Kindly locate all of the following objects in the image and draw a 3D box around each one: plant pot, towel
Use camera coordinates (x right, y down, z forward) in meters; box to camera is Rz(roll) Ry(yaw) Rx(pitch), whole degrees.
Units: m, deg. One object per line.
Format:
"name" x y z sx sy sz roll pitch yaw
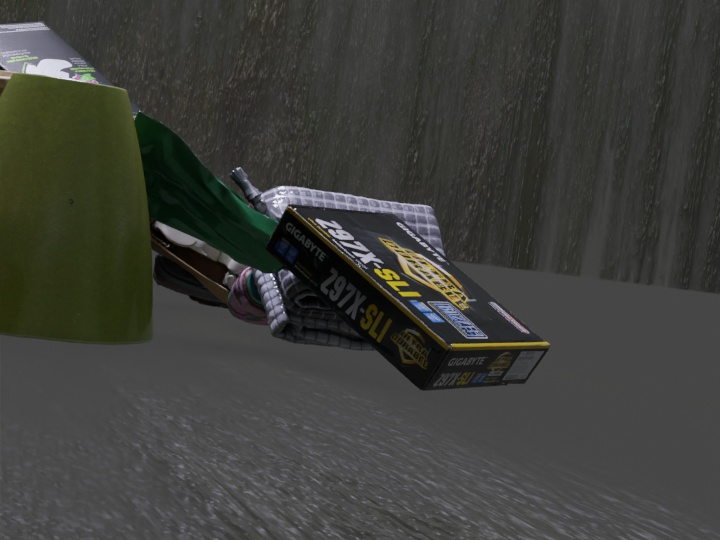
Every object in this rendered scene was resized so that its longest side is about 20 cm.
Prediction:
"plant pot" -0.249 -0.054 1.207 0.186 0.201 0.187 8 3 0
"towel" 0.000 0.000 1.405 0.199 0.086 0.166 8 33 -24

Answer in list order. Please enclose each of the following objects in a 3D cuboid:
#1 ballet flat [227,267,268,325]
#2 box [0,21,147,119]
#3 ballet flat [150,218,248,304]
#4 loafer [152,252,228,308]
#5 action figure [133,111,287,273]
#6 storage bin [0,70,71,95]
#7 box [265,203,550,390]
"ballet flat" -0.040 0.034 1.492 0.199 0.069 0.071 6 -22 -24
"box" -0.317 -0.128 1.475 0.200 0.149 0.124 41 28 17
"ballet flat" -0.145 -0.009 1.527 0.200 0.069 0.063 27 -8 3
"loafer" -0.132 0.019 1.608 0.199 0.063 0.072 5 46 -26
"action figure" -0.121 -0.053 1.292 0.200 0.055 0.118 32 -41 -5
"storage bin" -0.372 -0.088 1.383 0.198 0.201 0.094 9 13 28
"box" 0.039 0.021 1.241 0.200 0.049 0.159 42 23 30
